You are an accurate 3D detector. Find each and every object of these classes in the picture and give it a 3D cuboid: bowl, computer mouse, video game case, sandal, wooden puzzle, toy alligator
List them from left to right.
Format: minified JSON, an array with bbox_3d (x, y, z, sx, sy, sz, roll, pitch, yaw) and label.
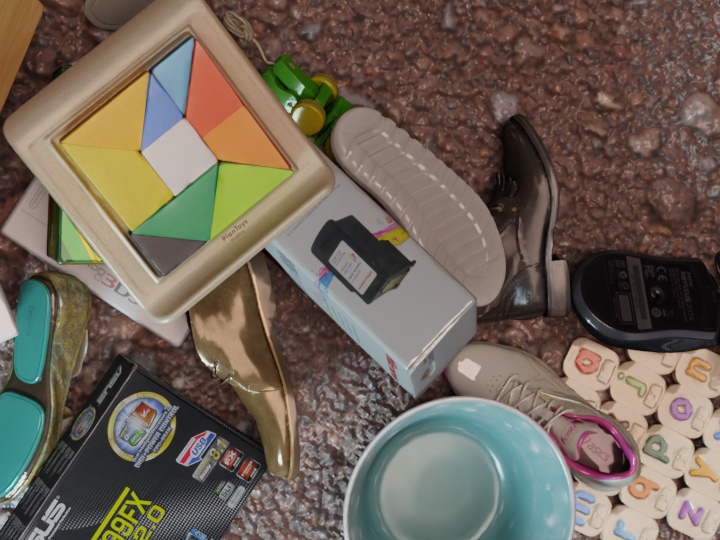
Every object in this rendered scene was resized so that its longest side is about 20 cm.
[{"bbox_3d":[-0.176,-0.067,1.523,0.182,0.024,0.201,34,85,-12],"label":"video game case"},{"bbox_3d":[-0.144,-0.089,1.373,0.185,0.037,0.200,-39,100,-8],"label":"wooden puzzle"},{"bbox_3d":[-0.052,-0.140,1.535,0.200,0.059,0.054,39,124,-11],"label":"toy alligator"},{"bbox_3d":[0.049,-0.056,1.518,0.082,0.050,0.203,-44,100,-27],"label":"sandal"},{"bbox_3d":[0.075,0.199,1.544,0.200,0.105,0.202,-1,96,-10],"label":"bowl"},{"bbox_3d":[0.271,0.038,1.604,0.199,0.053,0.139,8,64,-18],"label":"computer mouse"}]

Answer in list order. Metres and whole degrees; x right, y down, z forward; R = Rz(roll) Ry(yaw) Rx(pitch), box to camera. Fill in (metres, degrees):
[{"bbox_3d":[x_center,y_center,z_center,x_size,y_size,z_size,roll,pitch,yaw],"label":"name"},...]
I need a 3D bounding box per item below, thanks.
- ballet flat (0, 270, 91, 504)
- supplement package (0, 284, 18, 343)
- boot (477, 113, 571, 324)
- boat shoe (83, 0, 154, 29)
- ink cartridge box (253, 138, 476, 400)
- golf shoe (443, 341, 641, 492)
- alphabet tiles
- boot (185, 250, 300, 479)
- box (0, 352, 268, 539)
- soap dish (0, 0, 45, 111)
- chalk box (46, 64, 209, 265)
[{"bbox_3d":[-0.263,0.098,1.491,0.070,0.071,0.201,11,99,-13],"label":"ballet flat"},{"bbox_3d":[-0.341,0.017,1.399,0.113,0.200,0.110,-24,97,-11],"label":"supplement package"},{"bbox_3d":[0.088,-0.028,1.564,0.173,0.069,0.201,-9,87,-4],"label":"boot"},{"bbox_3d":[-0.148,-0.274,1.502,0.199,0.074,0.060,-32,57,6],"label":"boat shoe"},{"bbox_3d":[0.000,0.000,1.470,0.200,0.146,0.083,43,83,11],"label":"ink cartridge box"},{"bbox_3d":[0.164,0.124,1.565,0.199,0.092,0.076,31,88,-1],"label":"golf shoe"},{"bbox_3d":[0.256,0.154,1.627,0.195,0.015,0.201,25,87,-6],"label":"alphabet tiles"},{"bbox_3d":[-0.099,0.083,1.505,0.075,0.074,0.201,-14,86,-17],"label":"boot"},{"bbox_3d":[-0.190,0.195,1.497,0.160,0.044,0.200,37,84,-30],"label":"box"},{"bbox_3d":[-0.332,-0.152,1.424,0.081,0.157,0.201,24,87,-29],"label":"soap dish"},{"bbox_3d":[-0.187,-0.106,1.445,0.123,0.125,0.201,0,92,-13],"label":"chalk box"}]
